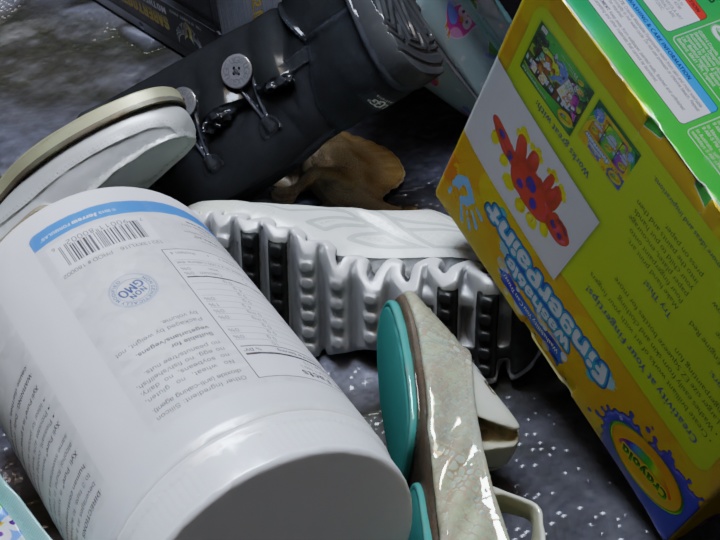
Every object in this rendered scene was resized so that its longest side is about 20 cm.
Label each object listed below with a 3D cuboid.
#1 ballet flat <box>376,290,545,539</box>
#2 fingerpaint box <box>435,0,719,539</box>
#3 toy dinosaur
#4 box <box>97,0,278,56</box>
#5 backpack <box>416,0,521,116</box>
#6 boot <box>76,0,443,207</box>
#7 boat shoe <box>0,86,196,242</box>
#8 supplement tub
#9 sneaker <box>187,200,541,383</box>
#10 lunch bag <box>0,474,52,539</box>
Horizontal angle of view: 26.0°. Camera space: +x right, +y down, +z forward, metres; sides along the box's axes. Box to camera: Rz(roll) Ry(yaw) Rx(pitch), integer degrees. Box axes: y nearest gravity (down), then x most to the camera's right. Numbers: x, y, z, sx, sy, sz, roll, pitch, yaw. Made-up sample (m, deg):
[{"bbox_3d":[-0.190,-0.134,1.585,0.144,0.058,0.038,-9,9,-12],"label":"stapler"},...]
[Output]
[{"bbox_3d":[0.045,0.094,0.687,0.062,0.068,0.200,4,48,-11],"label":"ballet flat"},{"bbox_3d":[0.130,-0.013,0.659,0.073,0.167,0.200,-22,66,-25],"label":"fingerpaint box"},{"bbox_3d":[-0.027,-0.066,0.889,0.101,0.058,0.200,-10,47,-28],"label":"toy dinosaur"},{"bbox_3d":[-0.135,-0.228,0.994,0.048,0.159,0.200,-34,48,-26],"label":"box"},{"bbox_3d":[0.052,-0.195,0.920,0.153,0.176,0.200,-42,41,5],"label":"backpack"},{"bbox_3d":[-0.069,-0.118,0.826,0.200,0.066,0.165,-32,62,28],"label":"boot"},{"bbox_3d":[-0.157,-0.013,0.782,0.200,0.075,0.069,-35,75,13],"label":"boat shoe"},{"bbox_3d":[-0.081,0.065,0.673,0.132,0.132,0.200,-23,45,-19],"label":"supplement tub"},{"bbox_3d":[0.000,0.000,0.791,0.199,0.075,0.081,13,36,9],"label":"sneaker"},{"bbox_3d":[-0.164,0.175,0.566,0.170,0.122,0.200,-29,50,-22],"label":"lunch bag"}]
